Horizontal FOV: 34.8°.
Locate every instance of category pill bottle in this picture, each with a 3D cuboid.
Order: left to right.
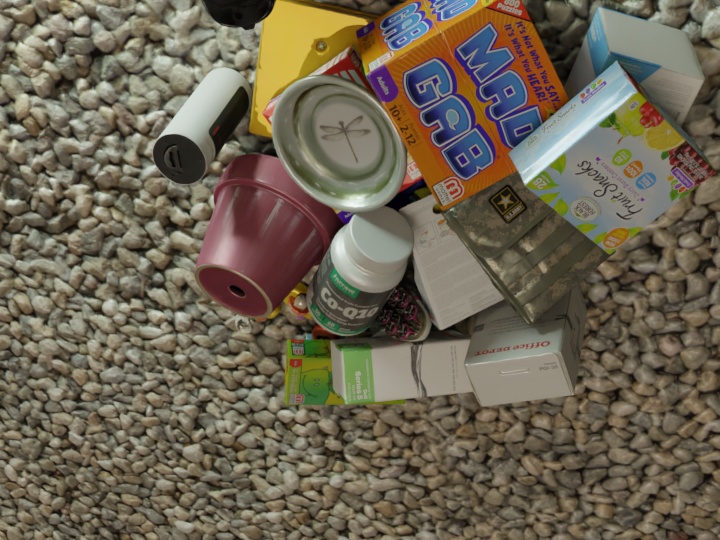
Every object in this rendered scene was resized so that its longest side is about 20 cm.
[{"bbox_3d":[0.000,0.000,1.635,0.112,0.114,0.200,27,144,-2],"label":"pill bottle"}]

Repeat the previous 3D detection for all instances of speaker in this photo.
[{"bbox_3d":[-0.219,-0.204,1.608,0.080,0.201,0.082,9,127,12],"label":"speaker"}]

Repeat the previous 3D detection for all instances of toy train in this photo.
[{"bbox_3d":[-0.120,0.087,1.873,0.198,0.056,0.152,11,126,10],"label":"toy train"}]

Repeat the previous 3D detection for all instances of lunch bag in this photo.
[{"bbox_3d":[0.227,-0.058,1.591,0.164,0.118,0.200,-39,108,2],"label":"lunch bag"}]

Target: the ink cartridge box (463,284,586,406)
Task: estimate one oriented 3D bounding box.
[{"bbox_3d":[0.243,0.098,1.672,0.145,0.201,0.083,-10,121,24],"label":"ink cartridge box"}]

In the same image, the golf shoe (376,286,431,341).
[{"bbox_3d":[0.070,0.064,1.732,0.091,0.200,0.073,22,95,-23],"label":"golf shoe"}]

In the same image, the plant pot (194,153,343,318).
[{"bbox_3d":[-0.147,-0.039,1.677,0.198,0.180,0.201,20,150,13],"label":"plant pot"}]

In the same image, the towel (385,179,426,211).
[{"bbox_3d":[-0.012,-0.126,1.693,0.198,0.050,0.148,26,128,-1],"label":"towel"}]

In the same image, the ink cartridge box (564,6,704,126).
[{"bbox_3d":[0.328,-0.205,1.466,0.127,0.126,0.201,14,128,-8],"label":"ink cartridge box"}]

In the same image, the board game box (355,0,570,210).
[{"bbox_3d":[0.131,-0.238,1.437,0.198,0.200,0.201,-28,115,9],"label":"board game box"}]

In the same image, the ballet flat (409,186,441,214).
[{"bbox_3d":[0.118,-0.047,1.695,0.067,0.067,0.201,-26,136,-14],"label":"ballet flat"}]

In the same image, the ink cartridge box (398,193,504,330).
[{"bbox_3d":[0.146,-0.035,1.660,0.161,0.050,0.202,-25,111,-9],"label":"ink cartridge box"}]

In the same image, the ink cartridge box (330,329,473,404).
[{"bbox_3d":[0.062,0.145,1.749,0.197,0.145,0.085,-4,93,-8],"label":"ink cartridge box"}]

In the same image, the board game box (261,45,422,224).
[{"bbox_3d":[-0.017,-0.184,1.587,0.151,0.046,0.201,-30,109,23],"label":"board game box"}]

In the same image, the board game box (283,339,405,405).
[{"bbox_3d":[-0.022,0.165,1.858,0.197,0.048,0.102,1,126,-9],"label":"board game box"}]

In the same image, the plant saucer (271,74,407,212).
[{"bbox_3d":[-0.021,-0.174,1.520,0.198,0.050,0.202,17,130,21],"label":"plant saucer"}]

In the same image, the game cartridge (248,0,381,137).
[{"bbox_3d":[-0.059,-0.269,1.595,0.174,0.033,0.202,13,120,3],"label":"game cartridge"}]

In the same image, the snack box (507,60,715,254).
[{"bbox_3d":[0.301,-0.128,1.372,0.168,0.068,0.199,-39,133,20],"label":"snack box"}]

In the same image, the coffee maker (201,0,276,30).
[{"bbox_3d":[-0.151,-0.425,1.432,0.134,0.201,0.192,-32,110,32],"label":"coffee maker"}]
